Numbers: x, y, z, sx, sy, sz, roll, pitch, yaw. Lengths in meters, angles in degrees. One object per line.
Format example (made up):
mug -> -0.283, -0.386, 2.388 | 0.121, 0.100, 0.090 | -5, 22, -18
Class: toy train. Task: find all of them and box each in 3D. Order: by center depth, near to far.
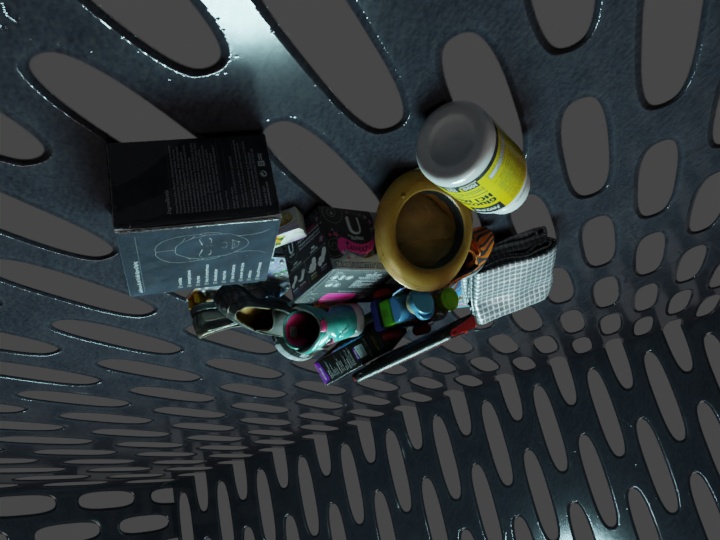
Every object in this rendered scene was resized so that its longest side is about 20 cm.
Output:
toy train -> 0.124, 0.058, 1.108 | 0.197, 0.087, 0.115 | -5, 168, -37

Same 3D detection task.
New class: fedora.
fedora -> 0.089, -0.065, 1.040 | 0.197, 0.206, 0.081 | 1, -175, -34

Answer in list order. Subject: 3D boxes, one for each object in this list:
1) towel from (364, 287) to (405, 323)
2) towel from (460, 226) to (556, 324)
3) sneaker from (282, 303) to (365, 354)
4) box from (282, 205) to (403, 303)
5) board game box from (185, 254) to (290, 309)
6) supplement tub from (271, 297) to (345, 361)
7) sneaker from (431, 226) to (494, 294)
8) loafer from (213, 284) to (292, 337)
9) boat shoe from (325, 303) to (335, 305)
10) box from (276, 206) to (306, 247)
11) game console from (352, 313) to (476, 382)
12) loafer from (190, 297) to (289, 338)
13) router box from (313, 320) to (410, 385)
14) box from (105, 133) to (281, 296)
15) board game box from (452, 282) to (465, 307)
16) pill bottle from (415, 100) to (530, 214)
towel -> 0.067, 0.057, 1.267 | 0.198, 0.024, 0.152 | -28, 175, -40
towel -> 0.308, 0.014, 1.365 | 0.196, 0.086, 0.167 | -20, 140, -6
sneaker -> -0.091, 0.107, 1.161 | 0.119, 0.086, 0.199 | -4, 167, -34
box -> -0.013, -0.024, 1.107 | 0.197, 0.117, 0.132 | 1, 154, -39
board game box -> -0.203, 0.026, 1.234 | 0.197, 0.026, 0.199 | 2, 153, -36
supplement tub -> -0.094, 0.099, 1.349 | 0.120, 0.125, 0.199 | 1, 155, -34
sneaker -> 0.195, -0.023, 1.195 | 0.199, 0.078, 0.112 | -41, 180, -25
loafer -> -0.178, 0.090, 1.203 | 0.198, 0.072, 0.074 | 24, 104, -43
boat shoe -> 0.000, 0.000, 1.238 | 0.198, 0.073, 0.072 | -25, -178, -39
box -> -0.182, -0.047, 1.046 | 0.196, 0.042, 0.039 | -18, 158, 12
game console -> 0.097, 0.130, 1.125 | 0.198, 0.032, 0.176 | -29, 169, 23
loafer -> -0.228, 0.096, 1.265 | 0.196, 0.064, 0.072 | -2, 155, -27
router box -> 0.011, 0.136, 1.234 | 0.147, 0.052, 0.200 | -31, 179, 17
box -> -0.217, -0.067, 0.856 | 0.192, 0.127, 0.201 | -8, 159, -18
board game box -> 0.277, 0.028, 1.517 | 0.149, 0.046, 0.200 | -5, 156, -24
pill bottle -> 0.167, -0.146, 0.917 | 0.111, 0.115, 0.199 | -24, 156, 26
